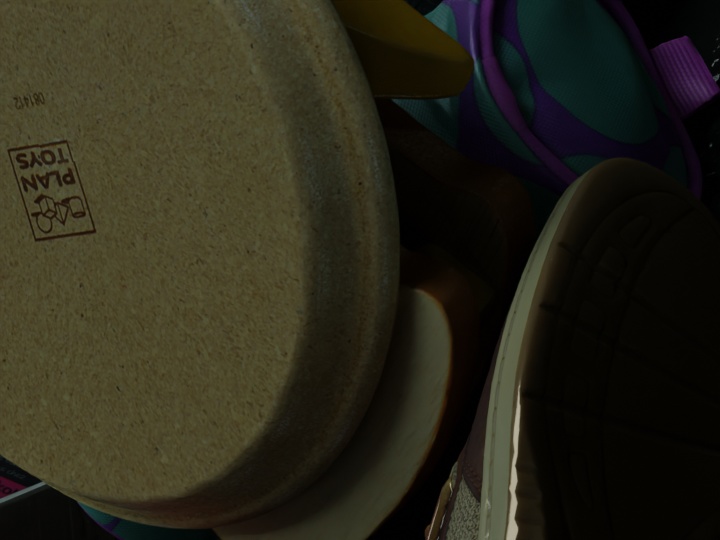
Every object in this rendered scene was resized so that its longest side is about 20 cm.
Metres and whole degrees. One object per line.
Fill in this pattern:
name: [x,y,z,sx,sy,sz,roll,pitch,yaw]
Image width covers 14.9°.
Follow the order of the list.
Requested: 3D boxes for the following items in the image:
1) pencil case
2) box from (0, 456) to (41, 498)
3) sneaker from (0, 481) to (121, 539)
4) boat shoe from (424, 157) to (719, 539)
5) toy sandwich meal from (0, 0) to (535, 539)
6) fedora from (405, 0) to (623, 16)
pencil case: [0.000,0.000,0.748,0.200,0.092,0.085,-37,67,36]
box: [-0.110,0.003,0.925,0.200,0.106,0.122,-41,29,31]
sneaker: [-0.136,0.115,0.777,0.073,0.200,0.085,58,136,29]
boat shoe: [0.038,0.068,0.620,0.072,0.072,0.200,-25,47,48]
toy sandwich meal: [-0.048,-0.026,0.672,0.070,0.205,0.205,-27,-5,-47]
fedora: [0.019,-0.096,0.817,0.200,0.090,0.177,-54,25,-6]
